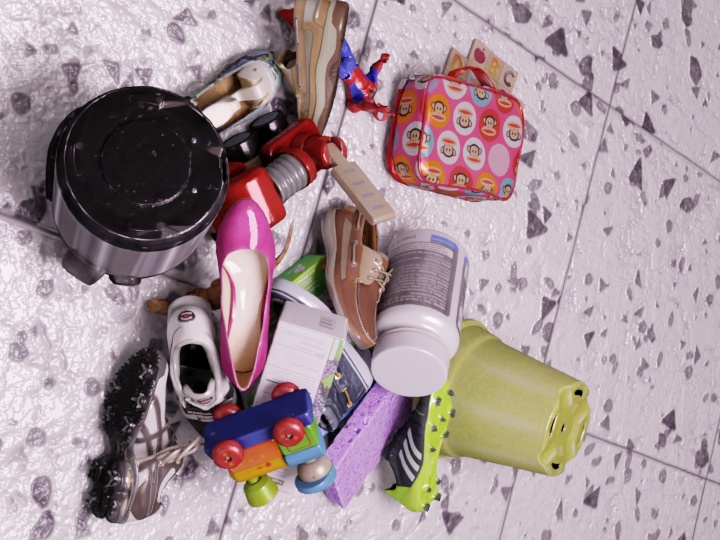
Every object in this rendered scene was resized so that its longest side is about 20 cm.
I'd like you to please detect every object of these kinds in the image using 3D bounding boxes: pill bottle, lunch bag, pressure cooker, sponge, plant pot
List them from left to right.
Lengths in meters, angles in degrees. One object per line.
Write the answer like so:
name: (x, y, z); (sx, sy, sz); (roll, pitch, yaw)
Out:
pressure cooker: (-0.236, -0.080, 1.247); (0.175, 0.200, 0.179); (-11, 80, -18)
sponge: (0.018, 0.204, 1.552); (0.200, 0.030, 0.112); (-51, 152, -26)
pill bottle: (0.074, 0.054, 1.519); (0.114, 0.114, 0.200); (49, 36, -32)
lunch bag: (0.133, -0.189, 1.610); (0.200, 0.082, 0.177); (11, 86, -40)
plant pot: (0.200, 0.184, 1.602); (0.200, 0.184, 0.201); (-26, 124, -47)

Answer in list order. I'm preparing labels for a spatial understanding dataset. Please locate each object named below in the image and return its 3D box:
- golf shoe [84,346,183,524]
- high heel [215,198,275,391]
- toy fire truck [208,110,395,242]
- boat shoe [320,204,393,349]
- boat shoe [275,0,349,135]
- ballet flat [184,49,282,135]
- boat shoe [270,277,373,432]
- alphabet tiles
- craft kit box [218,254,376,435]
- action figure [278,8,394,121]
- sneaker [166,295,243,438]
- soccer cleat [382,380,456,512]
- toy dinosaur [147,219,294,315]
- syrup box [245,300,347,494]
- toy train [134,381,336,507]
golf shoe: (-0.240, 0.184, 1.339); (0.094, 0.078, 0.201); (13, 95, -43)
high heel: (-0.125, 0.027, 1.286); (0.067, 0.096, 0.201); (5, 117, -12)
toy fire truck: (-0.076, -0.094, 1.369); (0.176, 0.200, 0.129); (-40, 117, -31)
boat shoe: (0.000, 0.000, 1.466); (0.076, 0.072, 0.201); (47, 29, -56)
boat shoe: (-0.063, -0.243, 1.426); (0.072, 0.076, 0.200); (-78, 180, -46)
ballet flat: (-0.147, -0.196, 1.388); (0.200, 0.074, 0.074); (-42, 118, -30)
boat shoe: (-0.062, 0.104, 1.427); (0.091, 0.071, 0.200); (-54, 124, -26)
alphabet tiles: (0.162, -0.215, 1.690); (0.166, 0.006, 0.201); (30, 74, -37)
craft kit box: (-0.084, 0.115, 1.483); (0.200, 0.048, 0.198); (-39, 119, -32)
action figure: (-0.007, -0.260, 1.488); (0.065, 0.099, 0.200); (-55, 127, -23)
sneaker: (-0.180, 0.135, 1.348); (0.074, 0.089, 0.200); (-13, 122, 2)
soccer cleat: (0.071, 0.221, 1.549); (0.067, 0.081, 0.201); (-23, 127, -52)
toy dinosaur: (-0.142, 0.022, 1.361); (0.061, 0.200, 0.106); (66, 5, 17)
syrup box: (-0.081, 0.146, 1.369); (0.081, 0.079, 0.201); (17, 106, -2)
toy train: (-0.132, 0.213, 1.310); (0.199, 0.085, 0.116); (-21, 118, 5)
